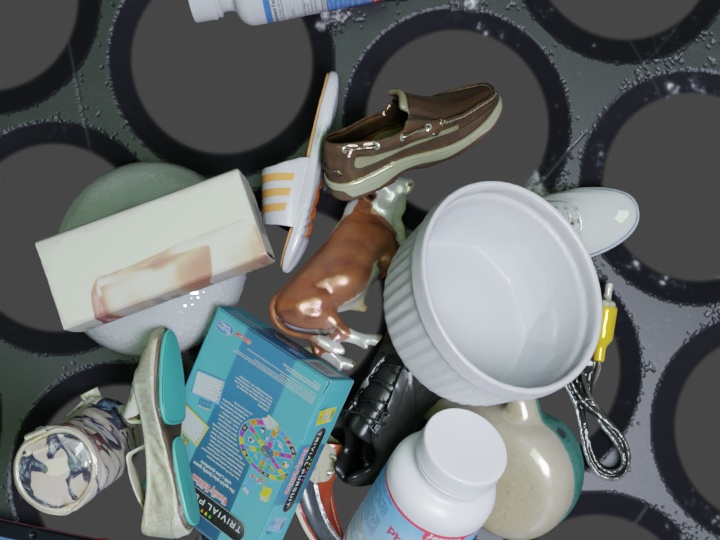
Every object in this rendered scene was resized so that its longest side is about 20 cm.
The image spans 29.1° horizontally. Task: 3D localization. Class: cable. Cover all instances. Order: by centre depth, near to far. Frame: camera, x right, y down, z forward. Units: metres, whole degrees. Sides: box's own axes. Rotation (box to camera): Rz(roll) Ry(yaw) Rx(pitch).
[{"bbox_3d":[0.218,0.114,1.389,0.096,0.050,0.203,-8,88,4],"label":"cable"}]

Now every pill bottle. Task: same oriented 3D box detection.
[{"bbox_3d":[0.062,0.222,1.309,0.107,0.201,0.110,13,45,-14],"label":"pill bottle"},{"bbox_3d":[-0.075,-0.306,1.374,0.197,0.112,0.114,-10,88,1],"label":"pill bottle"}]

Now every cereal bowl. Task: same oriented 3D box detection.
[{"bbox_3d":[-0.213,-0.011,1.382,0.197,0.083,0.203,0,89,1],"label":"cereal bowl"}]

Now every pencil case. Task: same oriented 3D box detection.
[{"bbox_3d":[-0.267,0.171,1.318,0.077,0.200,0.090,-34,91,4],"label":"pencil case"}]

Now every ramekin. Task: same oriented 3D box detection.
[{"bbox_3d":[0.115,0.030,1.279,0.198,0.105,0.203,11,66,-26],"label":"ramekin"}]

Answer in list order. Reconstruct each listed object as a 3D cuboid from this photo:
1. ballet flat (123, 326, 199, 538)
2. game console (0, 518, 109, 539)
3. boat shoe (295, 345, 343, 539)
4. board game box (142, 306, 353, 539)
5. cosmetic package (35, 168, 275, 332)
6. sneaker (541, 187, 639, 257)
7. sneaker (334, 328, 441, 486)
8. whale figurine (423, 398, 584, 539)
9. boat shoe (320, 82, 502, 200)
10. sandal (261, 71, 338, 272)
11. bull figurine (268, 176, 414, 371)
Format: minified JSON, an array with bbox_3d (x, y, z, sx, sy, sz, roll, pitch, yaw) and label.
[{"bbox_3d":[-0.199,0.156,1.328,0.061,0.067,0.203,-10,80,13],"label":"ballet flat"},{"bbox_3d":[-0.333,0.342,1.381,0.197,0.031,0.180,9,88,14],"label":"game console"},{"bbox_3d":[-0.049,0.177,1.382,0.062,0.071,0.203,-18,82,4],"label":"boat shoe"},{"bbox_3d":[-0.112,0.160,1.346,0.150,0.047,0.202,30,102,29],"label":"board game box"},{"bbox_3d":[-0.187,-0.017,1.290,0.197,0.103,0.088,-19,88,1],"label":"cosmetic package"},{"bbox_3d":[0.184,-0.041,1.383,0.197,0.071,0.074,-11,88,1],"label":"sneaker"},{"bbox_3d":[0.029,0.125,1.339,0.075,0.090,0.203,27,112,37],"label":"sneaker"},{"bbox_3d":[0.136,0.168,1.373,0.200,0.103,0.160,43,125,22],"label":"whale figurine"},{"bbox_3d":[0.051,-0.143,1.361,0.201,0.075,0.076,-30,128,-17],"label":"boat shoe"},{"bbox_3d":[-0.067,-0.101,1.390,0.058,0.079,0.210,12,80,2],"label":"sandal"},{"bbox_3d":[0.000,0.000,1.382,0.121,0.065,0.200,44,81,-1],"label":"bull figurine"}]
